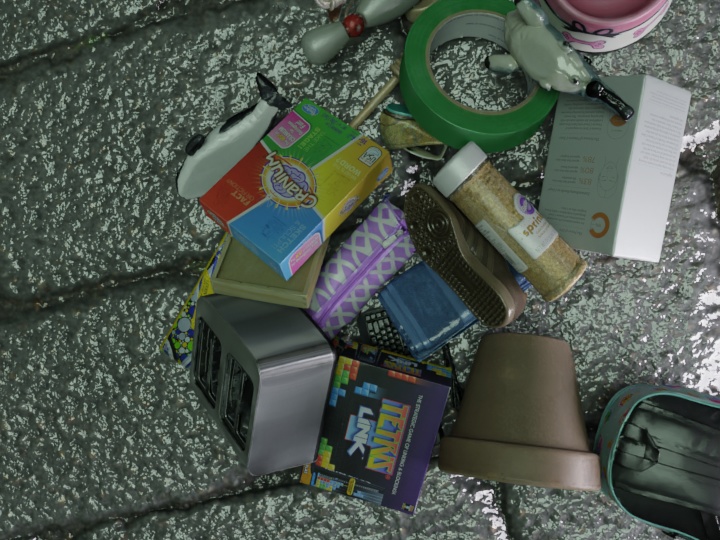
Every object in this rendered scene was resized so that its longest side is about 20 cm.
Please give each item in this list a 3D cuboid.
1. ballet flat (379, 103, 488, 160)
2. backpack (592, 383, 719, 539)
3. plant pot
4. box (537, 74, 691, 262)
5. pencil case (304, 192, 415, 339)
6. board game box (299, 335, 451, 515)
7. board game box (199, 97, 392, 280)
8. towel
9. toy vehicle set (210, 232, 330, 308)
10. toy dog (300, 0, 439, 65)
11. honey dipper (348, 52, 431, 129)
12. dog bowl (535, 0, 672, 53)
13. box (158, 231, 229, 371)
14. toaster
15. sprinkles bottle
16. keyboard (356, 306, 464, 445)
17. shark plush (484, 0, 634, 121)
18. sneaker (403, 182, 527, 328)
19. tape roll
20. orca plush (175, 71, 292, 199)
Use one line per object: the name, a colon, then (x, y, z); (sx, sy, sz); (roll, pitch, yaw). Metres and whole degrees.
ballet flat: (0.121, -0.174, 0.933); (0.196, 0.071, 0.072); (7, 95, 4)
backpack: (0.388, 0.230, 0.882); (0.196, 0.153, 0.179); (15, 94, -4)
plant pot: (0.202, 0.173, 0.896); (0.196, 0.200, 0.178); (6, 79, 6)
box: (0.301, -0.122, 0.866); (0.096, 0.124, 0.204); (5, 97, -35)
pencil case: (0.000, 0.000, 0.945); (0.084, 0.086, 0.200); (38, 100, -18)
board game box: (0.018, 0.207, 0.949); (0.162, 0.057, 0.203); (14, 110, 5)
board game box: (-0.079, -0.107, 0.898); (0.152, 0.041, 0.200); (35, 72, 24)
towel: (0.127, 0.019, 0.936); (0.198, 0.049, 0.112); (-35, 67, 3)
toy vehicle set: (-0.101, -0.050, 0.919); (0.122, 0.027, 0.202); (10, 55, 9)
toy dog: (0.004, -0.345, 0.911); (0.197, 0.097, 0.133); (-19, 134, -20)
honey dipper: (0.013, -0.217, 0.952); (0.038, 0.038, 0.200); (45, 99, 2)
dog bowl: (0.303, -0.380, 0.886); (0.196, 0.074, 0.204); (1, 94, 7)
box: (-0.191, 0.038, 0.982); (0.069, 0.064, 0.202); (32, 98, 4)
toaster: (-0.120, 0.125, 0.892); (0.180, 0.117, 0.203); (39, 127, 42)
sprinkles bottle: (0.174, -0.057, 0.841); (0.068, 0.068, 0.200); (-44, 90, 8)
keyboard: (0.077, 0.142, 0.980); (0.125, 0.021, 0.204); (-16, 93, 8)
shark plush: (0.236, -0.248, 0.816); (0.199, 0.083, 0.092); (38, 129, 33)
sneaker: (0.128, -0.022, 0.878); (0.070, 0.075, 0.202); (-41, 78, 40)
tape roll: (0.147, -0.245, 0.885); (0.196, 0.048, 0.204); (2, 71, -5)
orca plush: (-0.183, -0.185, 0.959); (0.201, 0.104, 0.072); (-51, 46, 30)
